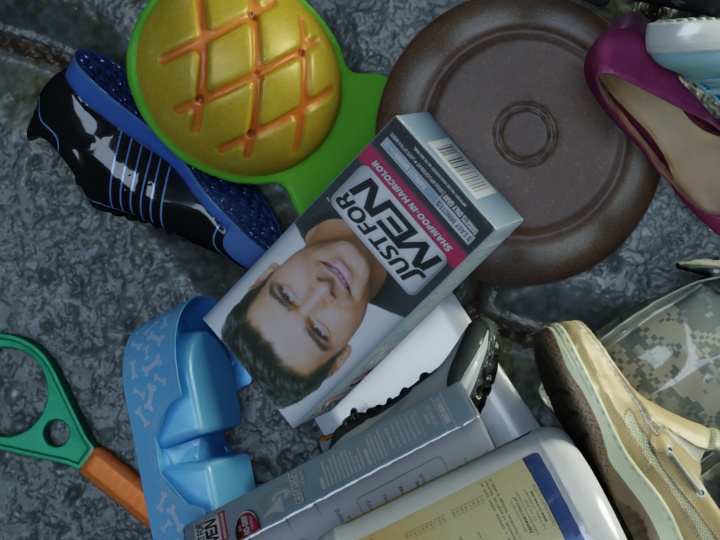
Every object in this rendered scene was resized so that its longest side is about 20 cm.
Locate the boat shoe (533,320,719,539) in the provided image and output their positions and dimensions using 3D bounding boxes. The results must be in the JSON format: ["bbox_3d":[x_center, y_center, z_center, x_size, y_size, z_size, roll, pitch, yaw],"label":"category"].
[{"bbox_3d":[0.173,0.109,1.055,0.076,0.072,0.201,-29,97,-3],"label":"boat shoe"}]

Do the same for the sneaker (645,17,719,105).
[{"bbox_3d":[0.260,-0.110,1.157,0.199,0.074,0.083,8,87,-31],"label":"sneaker"}]

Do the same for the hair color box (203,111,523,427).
[{"bbox_3d":[0.000,0.000,1.204,0.099,0.061,0.200,49,113,10],"label":"hair color box"}]

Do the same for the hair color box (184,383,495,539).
[{"bbox_3d":[0.000,0.165,1.142,0.199,0.061,0.099,-28,110,0],"label":"hair color box"}]

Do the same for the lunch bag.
[{"bbox_3d":[0.220,0.053,1.155,0.199,0.164,0.118,-35,85,7],"label":"lunch bag"}]

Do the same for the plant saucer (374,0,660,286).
[{"bbox_3d":[0.109,-0.090,1.227,0.199,0.037,0.202,0,89,-1],"label":"plant saucer"}]

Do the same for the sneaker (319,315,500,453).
[{"bbox_3d":[0.023,0.110,1.217,0.079,0.074,0.201,38,94,12],"label":"sneaker"}]

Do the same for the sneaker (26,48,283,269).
[{"bbox_3d":[-0.143,-0.061,1.265,0.200,0.070,0.078,44,116,2],"label":"sneaker"}]

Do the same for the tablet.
[{"bbox_3d":[0.041,0.099,1.256,0.130,0.014,0.201,-33,85,6],"label":"tablet"}]

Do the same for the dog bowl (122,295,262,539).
[{"bbox_3d":[-0.109,0.121,1.232,0.049,0.111,0.202,-13,87,21],"label":"dog bowl"}]

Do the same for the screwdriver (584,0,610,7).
[{"bbox_3d":[0.085,-0.228,1.216,0.199,0.028,0.029,23,65,-17],"label":"screwdriver"}]

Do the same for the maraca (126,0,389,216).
[{"bbox_3d":[-0.064,-0.120,1.235,0.199,0.107,0.138,33,88,-17],"label":"maraca"}]

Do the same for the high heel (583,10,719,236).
[{"bbox_3d":[0.210,-0.070,1.177,0.067,0.096,0.200,-35,101,32],"label":"high heel"}]

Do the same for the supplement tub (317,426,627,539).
[{"bbox_3d":[0.056,0.192,1.043,0.199,0.144,0.145,-26,85,0],"label":"supplement tub"}]

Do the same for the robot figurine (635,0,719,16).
[{"bbox_3d":[0.233,-0.227,1.174,0.199,0.150,0.126,15,100,21],"label":"robot figurine"}]

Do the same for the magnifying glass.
[{"bbox_3d":[-0.207,0.120,1.288,0.200,0.022,0.080,38,93,9],"label":"magnifying glass"}]
